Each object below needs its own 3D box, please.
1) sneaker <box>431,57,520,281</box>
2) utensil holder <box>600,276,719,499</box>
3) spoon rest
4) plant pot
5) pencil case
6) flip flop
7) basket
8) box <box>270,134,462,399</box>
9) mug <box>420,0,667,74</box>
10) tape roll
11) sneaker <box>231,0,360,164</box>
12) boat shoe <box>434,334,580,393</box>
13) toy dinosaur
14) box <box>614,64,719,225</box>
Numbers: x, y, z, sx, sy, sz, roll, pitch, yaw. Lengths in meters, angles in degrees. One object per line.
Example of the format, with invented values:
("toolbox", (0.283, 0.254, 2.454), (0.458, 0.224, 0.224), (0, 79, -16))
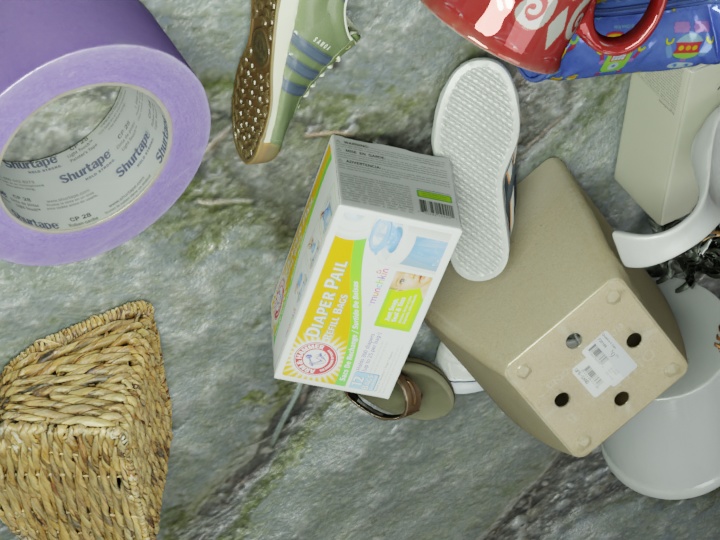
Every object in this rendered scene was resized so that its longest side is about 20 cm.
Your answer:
("sneaker", (0.101, -0.097, 1.587), (0.078, 0.079, 0.201), (3, 112, 3))
("utensil holder", (0.332, 0.126, 1.948), (0.170, 0.170, 0.200), (-31, 141, -8))
("spoon rest", (0.310, -0.075, 1.614), (0.200, 0.061, 0.100), (-45, 128, -24))
("plant pot", (0.188, 0.054, 1.676), (0.200, 0.177, 0.200), (-39, 119, 4))
("pencil case", (0.228, -0.209, 1.534), (0.199, 0.078, 0.087), (-9, 153, -20))
("flip flop", (0.022, 0.113, 1.741), (0.081, 0.058, 0.200), (-24, 148, 23))
("basket", (-0.247, 0.138, 1.560), (0.142, 0.149, 0.200), (1, 140, 4))
("box", (0.000, 0.000, 1.549), (0.112, 0.102, 0.200), (11, 128, -14))
("mug", (0.162, -0.269, 1.398), (0.177, 0.134, 0.200), (9, 120, -41))
("tape roll", (-0.215, -0.105, 1.298), (0.199, 0.085, 0.200), (-23, 143, -19))
("sneaker", (-0.041, -0.169, 1.384), (0.090, 0.067, 0.201), (-10, 133, -25))
("boat shoe", (0.169, 0.058, 1.820), (0.201, 0.075, 0.086), (-12, 135, -16))
("toy dinosaur", (0.372, -0.025, 1.828), (0.102, 0.135, 0.200), (51, 50, -40))
("box", (0.298, -0.145, 1.688), (0.068, 0.082, 0.200), (-23, 144, -21))
